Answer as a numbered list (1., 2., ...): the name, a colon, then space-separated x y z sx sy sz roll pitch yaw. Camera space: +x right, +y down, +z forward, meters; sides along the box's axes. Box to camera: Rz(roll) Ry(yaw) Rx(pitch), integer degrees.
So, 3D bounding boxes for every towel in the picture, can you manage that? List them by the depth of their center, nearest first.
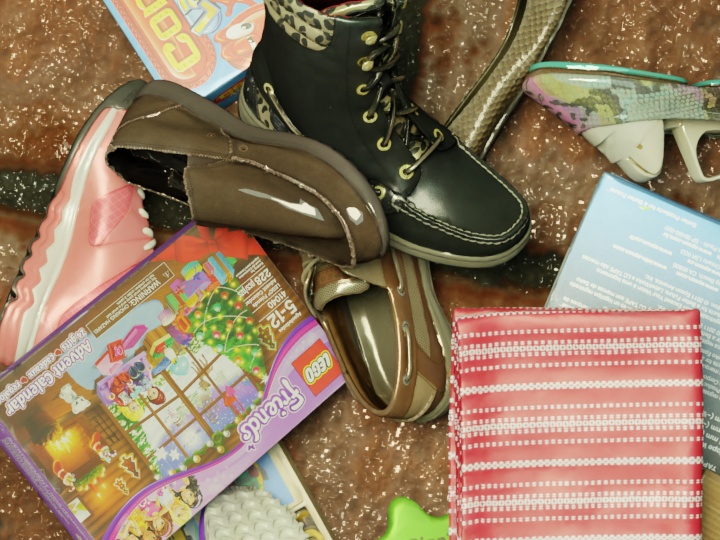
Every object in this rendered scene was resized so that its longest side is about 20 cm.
1. towel: 0.121 0.121 1.210 0.144 0.022 0.201 0 91 5

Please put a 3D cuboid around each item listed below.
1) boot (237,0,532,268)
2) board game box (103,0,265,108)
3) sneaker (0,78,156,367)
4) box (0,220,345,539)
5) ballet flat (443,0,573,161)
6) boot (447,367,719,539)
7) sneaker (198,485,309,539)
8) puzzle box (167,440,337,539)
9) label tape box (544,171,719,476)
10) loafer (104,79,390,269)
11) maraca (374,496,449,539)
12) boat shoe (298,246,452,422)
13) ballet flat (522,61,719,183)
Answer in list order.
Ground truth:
1. boot: 0.016 -0.096 1.246 0.203 0.154 0.074 33 61 15
2. board game box: -0.083 -0.228 1.366 0.196 0.056 0.200 -34 83 2
3. sneaker: -0.159 -0.021 1.353 0.087 0.074 0.200 23 78 -8
4. box: -0.117 0.070 1.298 0.200 0.039 0.137 -41 99 -25
5. ballet flat: 0.083 -0.123 1.340 0.046 0.067 0.200 28 95 0
6. boot: 0.117 0.155 1.247 0.201 0.071 0.144 27 81 -2
7. sneaker: -0.061 0.231 1.297 0.069 0.100 0.200 -5 58 -35
8. puzzle box: -0.113 0.131 1.357 0.133 0.025 0.200 -31 84 3
9. label tape box: 0.175 0.059 1.316 0.144 0.063 0.200 24 92 7
10. loafer: -0.071 -0.044 1.276 0.200 0.073 0.071 24 54 30
11. maraca: 0.062 0.231 1.293 0.137 0.107 0.200 -8 79 -10
12. boat shoe: 0.000 0.000 1.321 0.076 0.072 0.200 -31 78 32
13. ballet flat: 0.197 -0.089 1.307 0.200 0.069 0.071 1 87 -15
